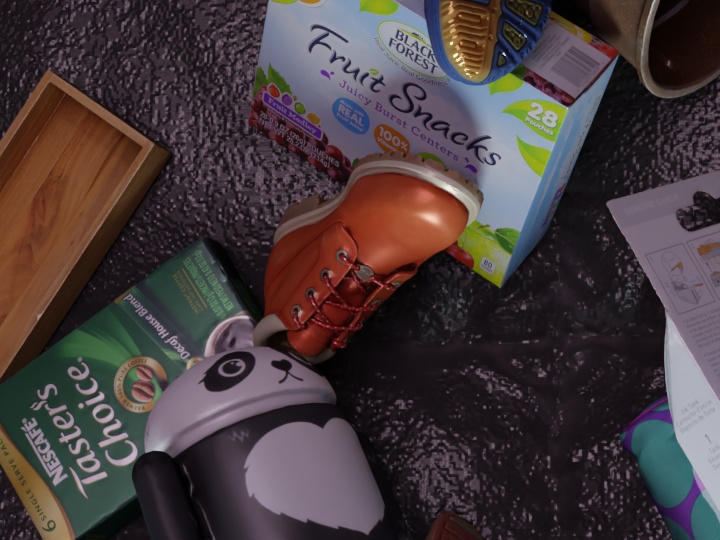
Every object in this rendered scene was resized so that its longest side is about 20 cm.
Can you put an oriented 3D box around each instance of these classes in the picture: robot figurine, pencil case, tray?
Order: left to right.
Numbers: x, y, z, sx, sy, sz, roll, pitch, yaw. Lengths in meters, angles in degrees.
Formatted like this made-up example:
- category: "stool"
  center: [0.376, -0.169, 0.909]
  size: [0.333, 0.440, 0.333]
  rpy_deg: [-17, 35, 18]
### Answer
- category: "tray"
  center: [-0.225, -0.025, 1.144]
  size: [0.099, 0.037, 0.200]
  rpy_deg: [34, 91, 18]
- category: "robot figurine"
  center: [-0.048, 0.141, 0.970]
  size: [0.125, 0.150, 0.200]
  rpy_deg: [-24, 68, 1]
- category: "pencil case"
  center: [0.231, 0.154, 0.964]
  size: [0.092, 0.085, 0.200]
  rpy_deg: [-31, 74, 13]

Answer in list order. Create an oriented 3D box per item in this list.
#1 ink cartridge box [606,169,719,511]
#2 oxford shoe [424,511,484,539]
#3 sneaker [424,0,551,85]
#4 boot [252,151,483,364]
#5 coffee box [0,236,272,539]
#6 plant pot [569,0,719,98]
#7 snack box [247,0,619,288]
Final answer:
- category: "ink cartridge box"
  center: [0.225, 0.043, 0.946]
  size: [0.200, 0.162, 0.057]
  rpy_deg: [58, 136, 18]
- category: "oxford shoe"
  center: [0.039, 0.225, 0.977]
  size: [0.071, 0.200, 0.074]
  rpy_deg: [39, 123, -18]
- category: "sneaker"
  center: [0.054, -0.191, 0.930]
  size: [0.088, 0.075, 0.200]
  rpy_deg: [-16, 66, 50]
- category: "boot"
  center: [0.000, 0.000, 0.997]
  size: [0.075, 0.200, 0.107]
  rpy_deg: [30, 62, -18]
- category: "coffee box"
  center: [-0.146, 0.085, 1.100]
  size: [0.200, 0.044, 0.123]
  rpy_deg: [-35, 74, 8]
- category: "plant pot"
  center: [0.158, -0.239, 0.996]
  size: [0.198, 0.200, 0.200]
  rpy_deg: [40, 93, 24]
- category: "snack box"
  center: [0.036, -0.109, 1.009]
  size: [0.200, 0.169, 0.068]
  rpy_deg: [33, 53, 13]
